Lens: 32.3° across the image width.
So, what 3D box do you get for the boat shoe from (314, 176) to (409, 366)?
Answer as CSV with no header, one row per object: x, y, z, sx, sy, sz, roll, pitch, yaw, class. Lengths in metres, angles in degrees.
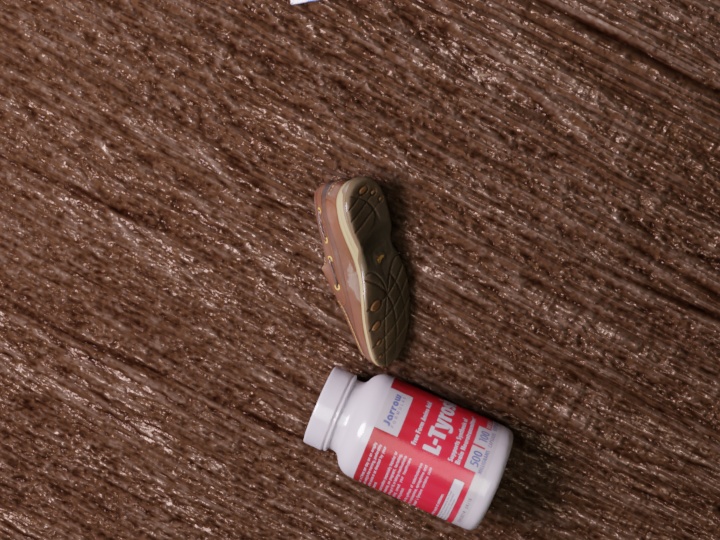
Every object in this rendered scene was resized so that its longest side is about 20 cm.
0.000,0.000,1.276,0.067,0.072,0.202,6,116,42,boat shoe

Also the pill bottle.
0.048,0.177,1.279,0.198,0.112,0.113,23,106,3,pill bottle

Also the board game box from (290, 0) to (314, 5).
-0.018,-0.369,1.200,0.134,0.034,0.203,-8,102,12,board game box
